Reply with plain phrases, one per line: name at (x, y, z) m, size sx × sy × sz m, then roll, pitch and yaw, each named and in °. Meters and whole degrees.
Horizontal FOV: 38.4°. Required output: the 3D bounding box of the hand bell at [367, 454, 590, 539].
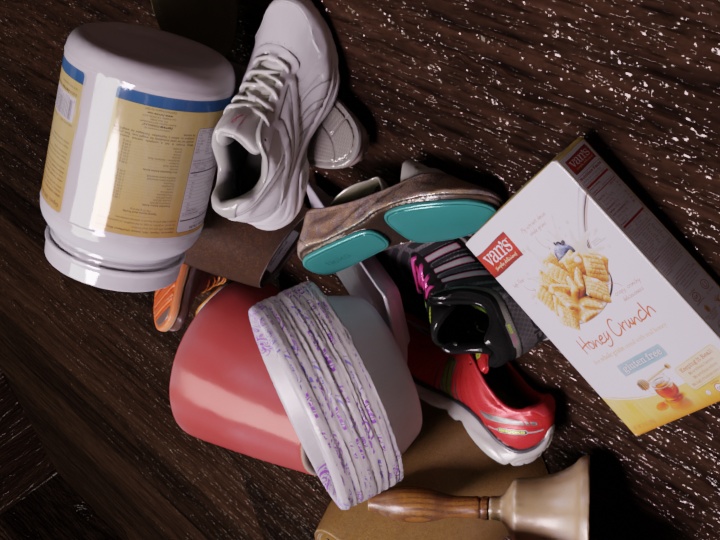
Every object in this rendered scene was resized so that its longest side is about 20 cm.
hand bell at (0.105, 0.213, 0.932) m, size 0.198 × 0.105 × 0.105 m, roll 1°, pitch 133°, yaw 13°

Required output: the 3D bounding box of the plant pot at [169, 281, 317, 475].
plant pot at (-0.088, 0.131, 1.176) m, size 0.176 × 0.200 × 0.201 m, roll 23°, pitch 142°, yaw 31°

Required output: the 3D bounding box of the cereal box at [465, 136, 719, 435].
cereal box at (0.179, 0.017, 0.743) m, size 0.200 × 0.039 × 0.144 m, roll 47°, pitch 150°, yaw 4°

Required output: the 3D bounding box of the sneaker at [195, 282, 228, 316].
sneaker at (-0.174, 0.106, 1.397) m, size 0.092 × 0.076 × 0.201 m, roll 39°, pitch 152°, yaw 16°

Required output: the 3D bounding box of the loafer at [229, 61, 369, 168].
loafer at (-0.068, -0.146, 0.945) m, size 0.199 × 0.063 × 0.072 m, roll 26°, pitch 103°, yaw 27°

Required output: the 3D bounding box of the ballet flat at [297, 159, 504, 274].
ballet flat at (0.028, -0.054, 0.867) m, size 0.199 × 0.068 × 0.068 m, roll -15°, pitch 146°, yaw 30°

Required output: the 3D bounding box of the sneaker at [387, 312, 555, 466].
sneaker at (0.103, 0.089, 0.957) m, size 0.200 × 0.077 × 0.085 m, roll 37°, pitch 129°, yaw 28°

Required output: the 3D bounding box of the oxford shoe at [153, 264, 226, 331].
oxford shoe at (-0.175, -0.004, 1.153) m, size 0.073 × 0.201 × 0.071 m, roll 32°, pitch 134°, yaw -20°

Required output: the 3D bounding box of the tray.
tray at (0.000, 0.000, 0.980) m, size 0.200 × 0.022 × 0.108 m, roll -124°, pitch 15°, yaw -47°

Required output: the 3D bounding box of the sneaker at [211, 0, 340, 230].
sneaker at (-0.076, -0.130, 0.854) m, size 0.077 × 0.099 × 0.202 m, roll 13°, pitch 99°, yaw 23°

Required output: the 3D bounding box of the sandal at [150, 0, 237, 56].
sandal at (-0.165, -0.292, 0.937) m, size 0.070 × 0.077 × 0.213 m, roll -109°, pitch 0°, yaw -71°

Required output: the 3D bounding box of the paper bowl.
paper bowl at (-0.016, 0.104, 0.935) m, size 0.202 × 0.104 × 0.201 m, roll 61°, pitch 167°, yaw 24°

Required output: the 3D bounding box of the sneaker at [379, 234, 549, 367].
sneaker at (0.075, 0.018, 0.873) m, size 0.199 × 0.087 × 0.074 m, roll 31°, pitch 146°, yaw 38°

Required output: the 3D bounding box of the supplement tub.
supplement tub at (-0.196, -0.098, 0.894) m, size 0.144 × 0.144 × 0.201 m, roll 33°, pitch 117°, yaw 34°

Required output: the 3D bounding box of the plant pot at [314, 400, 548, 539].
plant pot at (0.056, 0.230, 1.034) m, size 0.186 × 0.200 × 0.187 m, roll 37°, pitch 148°, yaw 28°

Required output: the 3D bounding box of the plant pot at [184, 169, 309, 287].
plant pot at (-0.155, -0.077, 1.055) m, size 0.199 × 0.187 × 0.187 m, roll 36°, pitch 151°, yaw 7°
